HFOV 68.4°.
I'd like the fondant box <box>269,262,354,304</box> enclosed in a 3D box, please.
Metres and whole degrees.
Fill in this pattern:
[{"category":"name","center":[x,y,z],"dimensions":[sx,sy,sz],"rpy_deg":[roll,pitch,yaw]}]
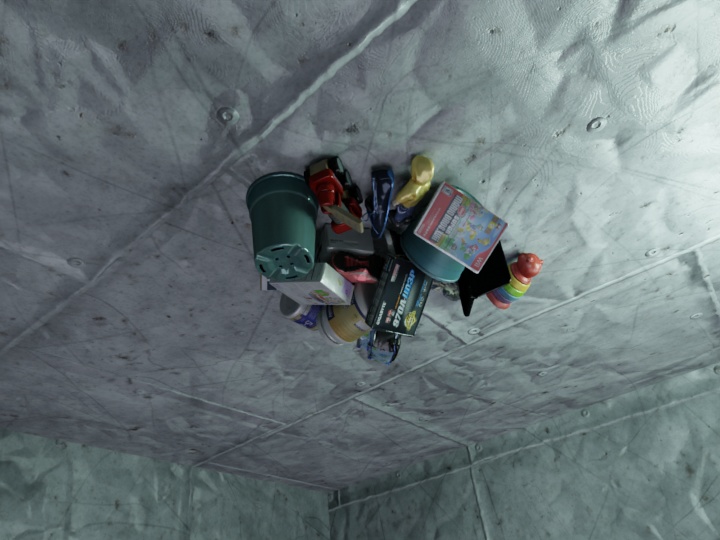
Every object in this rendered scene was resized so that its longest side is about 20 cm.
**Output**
[{"category":"fondant box","center":[-0.134,0.039,1.460],"dimensions":[0.195,0.060,0.144],"rpy_deg":[-1,153,37]}]

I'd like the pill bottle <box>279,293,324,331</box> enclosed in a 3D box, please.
[{"category":"pill bottle","center":[-0.154,0.126,1.701],"dimensions":[0.118,0.123,0.198],"rpy_deg":[-29,139,28]}]

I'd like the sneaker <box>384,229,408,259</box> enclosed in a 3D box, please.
[{"category":"sneaker","center":[0.137,-0.079,1.514],"dimensions":[0.108,0.075,0.200],"rpy_deg":[-19,158,10]}]

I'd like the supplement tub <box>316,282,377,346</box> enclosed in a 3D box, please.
[{"category":"supplement tub","center":[-0.024,0.125,1.557],"dimensions":[0.198,0.148,0.142],"rpy_deg":[-34,137,31]}]

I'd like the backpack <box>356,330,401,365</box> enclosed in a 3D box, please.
[{"category":"backpack","center":[0.065,0.194,1.698],"dimensions":[0.142,0.188,0.202],"rpy_deg":[14,151,5]}]

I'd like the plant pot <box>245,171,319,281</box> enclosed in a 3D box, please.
[{"category":"plant pot","center":[-0.191,-0.098,1.318],"dimensions":[0.192,0.202,0.203],"rpy_deg":[-4,146,-3]}]

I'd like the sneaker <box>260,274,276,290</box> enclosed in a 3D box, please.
[{"category":"sneaker","center":[-0.238,-0.004,1.548],"dimensions":[0.104,0.072,0.202],"rpy_deg":[4,149,-11]}]

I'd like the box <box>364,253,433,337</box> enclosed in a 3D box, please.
[{"category":"box","center":[0.112,0.070,1.457],"dimensions":[0.155,0.046,0.207],"rpy_deg":[14,99,-34]}]

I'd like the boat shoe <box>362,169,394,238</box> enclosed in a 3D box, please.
[{"category":"boat shoe","center":[0.041,-0.177,1.372],"dimensions":[0.066,0.086,0.205],"rpy_deg":[5,127,-5]}]

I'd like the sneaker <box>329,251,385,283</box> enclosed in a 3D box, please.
[{"category":"sneaker","center":[0.000,0.000,1.469],"dimensions":[0.194,0.076,0.087],"rpy_deg":[14,152,-22]}]

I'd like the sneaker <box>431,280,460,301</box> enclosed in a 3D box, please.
[{"category":"sneaker","center":[0.234,0.024,1.672],"dimensions":[0.197,0.086,0.078],"rpy_deg":[35,102,-15]}]

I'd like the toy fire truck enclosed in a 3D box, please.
[{"category":"toy fire truck","center":[-0.044,-0.147,1.272],"dimensions":[0.125,0.206,0.177],"rpy_deg":[-18,144,17]}]

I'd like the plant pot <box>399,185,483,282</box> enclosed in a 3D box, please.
[{"category":"plant pot","center":[0.232,-0.108,1.398],"dimensions":[0.194,0.204,0.190],"rpy_deg":[15,126,-28]}]

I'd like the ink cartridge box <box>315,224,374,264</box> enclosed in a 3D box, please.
[{"category":"ink cartridge box","center":[-0.055,-0.033,1.530],"dimensions":[0.139,0.086,0.202],"rpy_deg":[4,144,-17]}]

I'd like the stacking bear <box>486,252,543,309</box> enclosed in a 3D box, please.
[{"category":"stacking bear","center":[0.497,0.021,1.696],"dimensions":[0.118,0.117,0.201],"rpy_deg":[12,136,-26]}]

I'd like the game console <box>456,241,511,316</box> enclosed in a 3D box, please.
[{"category":"game console","center":[0.348,0.003,1.552],"dimensions":[0.112,0.206,0.178],"rpy_deg":[-5,146,-2]}]

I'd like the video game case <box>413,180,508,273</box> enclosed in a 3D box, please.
[{"category":"video game case","center":[0.245,-0.104,1.300],"dimensions":[0.196,0.018,0.146],"rpy_deg":[30,105,-8]}]

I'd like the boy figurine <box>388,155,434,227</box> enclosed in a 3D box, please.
[{"category":"boy figurine","center":[0.127,-0.199,1.339],"dimensions":[0.122,0.065,0.203],"rpy_deg":[-29,156,-34]}]
